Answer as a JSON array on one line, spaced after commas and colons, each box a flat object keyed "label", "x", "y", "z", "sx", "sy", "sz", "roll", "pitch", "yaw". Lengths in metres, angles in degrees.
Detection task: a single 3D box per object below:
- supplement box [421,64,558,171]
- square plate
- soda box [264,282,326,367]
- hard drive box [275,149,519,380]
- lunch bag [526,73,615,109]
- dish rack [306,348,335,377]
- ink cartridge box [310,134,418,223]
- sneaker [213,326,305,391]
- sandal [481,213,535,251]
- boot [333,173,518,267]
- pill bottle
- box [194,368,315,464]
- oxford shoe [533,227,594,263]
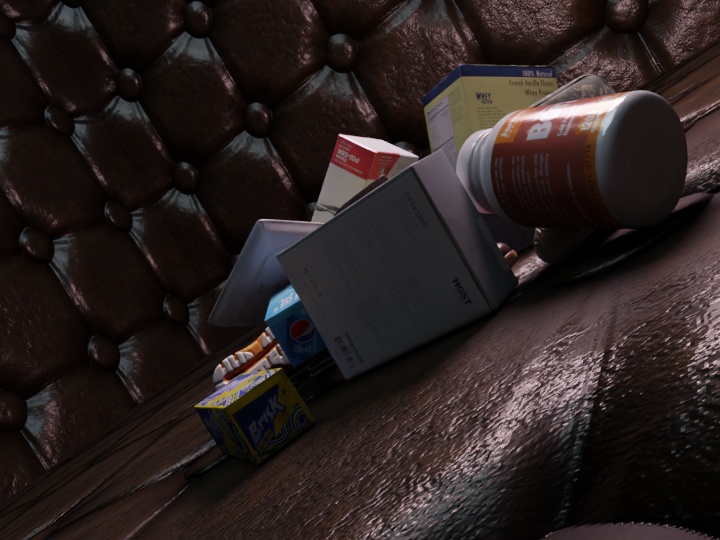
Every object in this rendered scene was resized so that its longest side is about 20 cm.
[{"label": "supplement box", "x": 0.232, "y": -0.226, "z": 1.274, "sx": 0.197, "sy": 0.204, "sz": 0.134, "roll": -6, "pitch": -8, "yaw": -25}, {"label": "square plate", "x": -0.091, "y": 0.015, "z": 1.041, "sx": 0.196, "sy": 0.029, "sz": 0.201, "roll": 0, "pitch": -45, "yaw": -38}, {"label": "soda box", "x": -0.070, "y": 0.052, "z": 0.920, "sx": 0.067, "sy": 0.065, "sz": 0.200, "roll": -31, "pitch": 9, "yaw": 0}, {"label": "hard drive box", "x": 0.033, "y": 0.000, "z": 0.765, "sx": 0.199, "sy": 0.157, "sz": 0.077, "roll": -29, "pitch": 3, "yaw": 36}, {"label": "lunch bag", "x": 0.290, "y": -0.172, "z": 1.121, "sx": 0.199, "sy": 0.140, "sz": 0.168, "roll": -33, "pitch": -12, "yaw": -25}, {"label": "dish rack", "x": -0.021, "y": 0.078, "z": 1.046, "sx": 0.152, "sy": 0.055, "sz": 0.200, "roll": -32, "pitch": 1, "yaw": -8}, {"label": "ink cartridge box", "x": 0.000, "y": -0.110, "z": 1.234, "sx": 0.146, "sy": 0.082, "sz": 0.203, "roll": -8, "pitch": -58, "yaw": -58}, {"label": "sneaker", "x": -0.135, "y": 0.133, "z": 1.164, "sx": 0.198, "sy": 0.079, "sz": 0.077, "roll": -26, "pitch": -18, "yaw": -11}, {"label": "sandal", "x": 0.212, "y": -0.072, "z": 0.912, "sx": 0.198, "sy": 0.077, "sz": 0.043, "roll": -17, "pitch": 13, "yaw": 36}, {"label": "boot", "x": 0.064, "y": -0.034, "z": 0.844, "sx": 0.199, "sy": 0.168, "sz": 0.072, "roll": -29, "pitch": 4, "yaw": 46}, {"label": "pill bottle", "x": 0.183, "y": -0.096, "z": 0.689, "sx": 0.112, "sy": 0.114, "sz": 0.199, "roll": -33, "pitch": 21, "yaw": -27}, {"label": "box", "x": -0.117, "y": 0.150, "z": 0.785, "sx": 0.070, "sy": 0.065, "sz": 0.200, "roll": -33, "pitch": 2, "yaw": -22}, {"label": "oxford shoe", "x": 0.241, "y": -0.072, "z": 0.772, "sx": 0.074, "sy": 0.058, "sz": 0.201, "roll": -2, "pitch": 40, "yaw": 46}]
